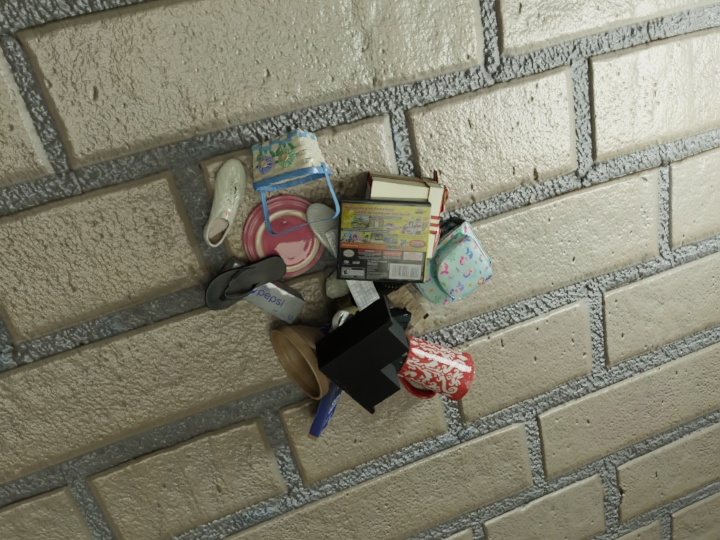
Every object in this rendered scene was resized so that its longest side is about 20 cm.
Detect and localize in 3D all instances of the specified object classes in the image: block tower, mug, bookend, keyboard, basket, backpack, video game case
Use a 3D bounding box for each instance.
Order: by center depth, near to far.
[{"bbox_3d":[-0.148,-0.189,1.293,0.175,0.139,0.201,-16,95,20],"label":"basket"},{"bbox_3d":[0.049,-0.064,1.312,0.199,0.026,0.182,3,109,-1],"label":"video game case"},{"bbox_3d":[0.037,0.193,1.350,0.200,0.092,0.199,-36,122,14],"label":"bookend"},{"bbox_3d":[-0.016,-0.006,1.369,0.056,0.011,0.201,-28,102,-22],"label":"keyboard"},{"bbox_3d":[0.220,-0.012,1.507,0.200,0.151,0.178,-35,117,2],"label":"backpack"},{"bbox_3d":[0.112,0.078,1.550,0.058,0.054,0.200,-43,117,0],"label":"block tower"},{"bbox_3d":[0.178,0.273,1.602,0.199,0.133,0.178,23,99,-20],"label":"mug"}]

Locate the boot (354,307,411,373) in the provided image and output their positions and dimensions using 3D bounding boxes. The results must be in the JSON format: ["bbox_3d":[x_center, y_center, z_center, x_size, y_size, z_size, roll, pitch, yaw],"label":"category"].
[{"bbox_3d":[0.046,0.176,1.448,0.198,0.073,0.163,2,105,-50],"label":"boot"}]

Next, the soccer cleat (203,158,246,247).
[{"bbox_3d":[-0.296,-0.145,1.321,0.069,0.078,0.201,15,104,-22],"label":"soccer cleat"}]

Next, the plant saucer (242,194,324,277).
[{"bbox_3d":[-0.173,-0.074,1.403,0.199,0.051,0.202,-6,111,-15],"label":"plant saucer"}]

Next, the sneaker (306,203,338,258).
[{"bbox_3d":[-0.063,-0.072,1.398,0.074,0.082,0.200,-47,109,-18],"label":"sneaker"}]

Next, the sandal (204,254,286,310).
[{"bbox_3d":[-0.260,0.024,1.343,0.199,0.043,0.076,-30,114,-7],"label":"sandal"}]

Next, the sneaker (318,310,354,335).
[{"bbox_3d":[-0.064,0.156,1.467,0.200,0.146,0.081,54,53,-48],"label":"sneaker"}]

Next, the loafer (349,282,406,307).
[{"bbox_3d":[0.062,0.019,1.423,0.199,0.071,0.073,-30,82,27],"label":"loafer"}]

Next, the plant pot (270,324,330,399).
[{"bbox_3d":[-0.123,0.204,1.451,0.092,0.200,0.202,-33,117,-26],"label":"plant pot"}]

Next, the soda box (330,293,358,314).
[{"bbox_3d":[0.018,0.136,1.534,0.068,0.064,0.200,-44,117,1],"label":"soda box"}]

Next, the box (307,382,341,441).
[{"bbox_3d":[-0.076,0.325,1.543,0.032,0.121,0.201,21,103,9],"label":"box"}]

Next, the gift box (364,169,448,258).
[{"bbox_3d":[0.102,-0.144,1.400,0.185,0.200,0.186,7,112,-4],"label":"gift box"}]

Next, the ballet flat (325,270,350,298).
[{"bbox_3d":[0.000,0.000,1.474,0.199,0.072,0.072,-28,115,-10],"label":"ballet flat"}]

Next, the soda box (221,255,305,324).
[{"bbox_3d":[-0.233,0.046,1.419,0.199,0.063,0.068,31,97,-25],"label":"soda box"}]
